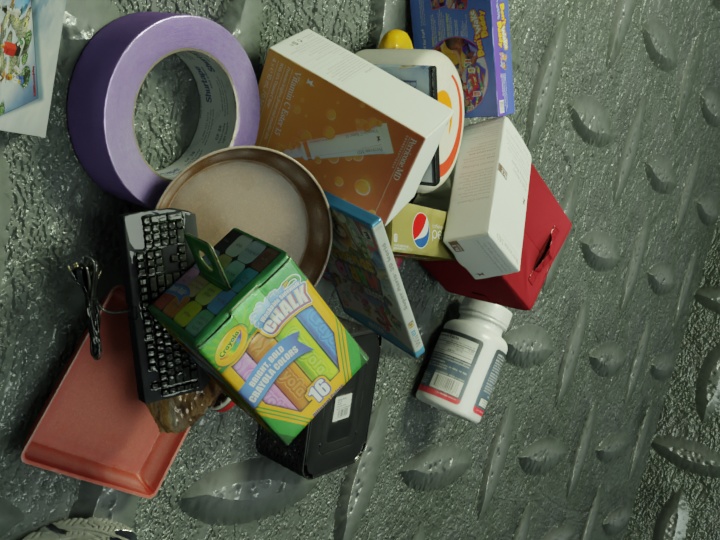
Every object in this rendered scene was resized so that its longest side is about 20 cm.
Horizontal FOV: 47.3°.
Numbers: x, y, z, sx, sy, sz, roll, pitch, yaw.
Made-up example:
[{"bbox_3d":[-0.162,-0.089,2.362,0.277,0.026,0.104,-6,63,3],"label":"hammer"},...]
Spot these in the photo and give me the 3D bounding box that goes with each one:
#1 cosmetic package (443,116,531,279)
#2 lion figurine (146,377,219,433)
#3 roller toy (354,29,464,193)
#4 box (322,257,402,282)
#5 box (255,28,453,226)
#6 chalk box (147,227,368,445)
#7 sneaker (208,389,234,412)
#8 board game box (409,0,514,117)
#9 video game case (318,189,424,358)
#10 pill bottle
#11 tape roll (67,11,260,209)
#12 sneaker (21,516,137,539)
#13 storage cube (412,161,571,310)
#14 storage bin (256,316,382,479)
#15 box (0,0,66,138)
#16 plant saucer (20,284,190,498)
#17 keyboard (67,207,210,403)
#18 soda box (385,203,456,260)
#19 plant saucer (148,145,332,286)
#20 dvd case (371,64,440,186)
[{"bbox_3d":[0.177,-0.100,1.124,0.102,0.074,0.200,43,47,-43],"label":"cosmetic package"},{"bbox_3d":[-0.159,0.092,0.934,0.200,0.072,0.123,-27,110,-35],"label":"lion figurine"},{"bbox_3d":[0.043,-0.200,1.087,0.182,0.139,0.200,-48,138,-46],"label":"roller toy"},{"bbox_3d":[-0.032,-0.041,1.090,0.200,0.095,0.100,32,79,-52],"label":"box"},{"bbox_3d":[-0.017,-0.164,0.935,0.097,0.200,0.125,-48,166,-53],"label":"box"},{"bbox_3d":[-0.111,0.048,0.803,0.124,0.125,0.200,-46,124,-14],"label":"chalk box"},{"bbox_3d":[-0.120,0.099,1.039,0.085,0.077,0.200,49,65,-39],"label":"sneaker"},{"bbox_3d":[0.140,-0.314,1.144,0.045,0.134,0.201,-21,110,-46],"label":"board game box"},{"bbox_3d":[0.000,0.000,0.950,0.018,0.143,0.200,-38,131,-21],"label":"video game case"},{"bbox_3d":[0.186,0.151,1.427,0.120,0.119,0.200,35,76,-52],"label":"pill bottle"},{"bbox_3d":[-0.198,-0.163,0.854,0.200,0.066,0.201,-25,123,-46],"label":"tape roll"},{"bbox_3d":[-0.333,0.350,0.872,0.199,0.079,0.130,-12,114,-49],"label":"sneaker"},{"bbox_3d":[0.192,-0.065,1.292,0.180,0.200,0.171,44,70,-43],"label":"storage cube"},{"bbox_3d":[-0.056,0.171,1.146,0.135,0.094,0.201,-6,108,-51],"label":"storage bin"},{"bbox_3d":[-0.321,-0.222,0.694,0.136,0.038,0.201,3,102,-53],"label":"box"},{"bbox_3d":[-0.260,0.137,0.917,0.200,0.037,0.200,41,72,-51],"label":"plant saucer"},{"bbox_3d":[-0.217,0.040,0.819,0.127,0.021,0.201,-10,109,-22],"label":"keyboard"},{"bbox_3d":[0.065,-0.049,1.072,0.200,0.068,0.064,3,87,-57],"label":"soda box"},{"bbox_3d":[-0.127,-0.034,0.869,0.200,0.034,0.201,-9,110,-25],"label":"plant saucer"},{"bbox_3d":[-0.001,-0.177,0.993,0.018,0.199,0.143,-48,139,-54],"label":"dvd case"}]
